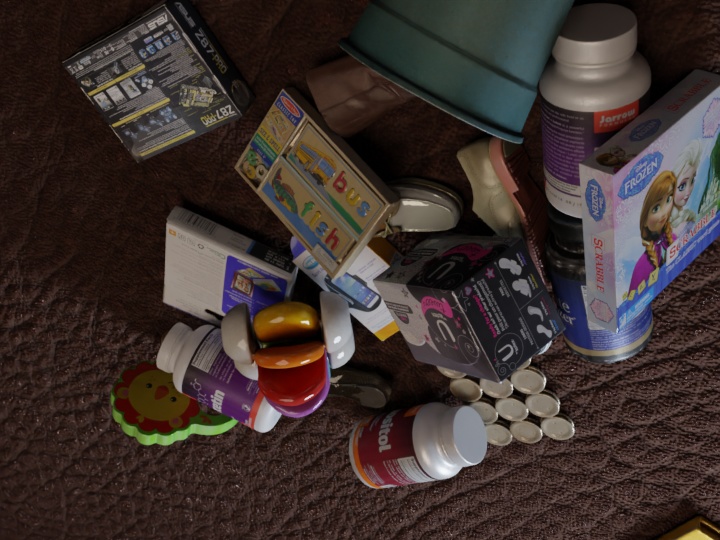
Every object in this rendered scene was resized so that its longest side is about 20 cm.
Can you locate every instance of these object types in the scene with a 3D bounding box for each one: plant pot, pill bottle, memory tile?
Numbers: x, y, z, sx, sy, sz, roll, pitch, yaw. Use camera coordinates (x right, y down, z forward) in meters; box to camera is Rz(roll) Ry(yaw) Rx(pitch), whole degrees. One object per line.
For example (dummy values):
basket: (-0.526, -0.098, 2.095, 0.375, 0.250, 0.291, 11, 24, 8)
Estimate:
plant pot: (0.111, -0.252, 0.866, 0.199, 0.200, 0.197, 28, 105, -2)
pill bottle: (0.277, 0.001, 1.098, 0.111, 0.112, 0.201, -2, 129, 26)
memory tile: (0.209, 0.179, 1.360, 0.152, 0.017, 0.201, -14, 123, 34)
pill bottle: (0.087, 0.262, 1.417, 0.199, 0.113, 0.113, -20, 120, 39)
pill bottle: (-0.204, 0.156, 1.423, 0.199, 0.113, 0.113, 24, 136, 8)
pill bottle: (0.241, -0.163, 0.964, 0.110, 0.112, 0.201, 5, 132, 21)

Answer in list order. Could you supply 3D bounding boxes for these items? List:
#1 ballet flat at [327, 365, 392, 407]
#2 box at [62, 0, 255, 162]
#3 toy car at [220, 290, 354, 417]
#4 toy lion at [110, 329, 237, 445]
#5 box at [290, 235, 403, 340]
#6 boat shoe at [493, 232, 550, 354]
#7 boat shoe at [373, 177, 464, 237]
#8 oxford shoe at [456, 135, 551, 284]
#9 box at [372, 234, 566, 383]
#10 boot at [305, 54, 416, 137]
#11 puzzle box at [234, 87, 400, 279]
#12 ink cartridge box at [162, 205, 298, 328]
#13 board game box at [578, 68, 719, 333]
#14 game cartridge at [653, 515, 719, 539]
ballet flat: (-0.041, 0.164, 1.448, 0.198, 0.046, 0.068, 10, 130, 23)
box: (-0.253, -0.236, 1.173, 0.199, 0.049, 0.162, -16, 120, 35)
toy car: (-0.092, 0.123, 1.287, 0.173, 0.151, 0.200, -9, 160, -1)
toy lion: (-0.282, 0.198, 1.479, 0.198, 0.192, 0.069, 23, 136, 3)
box: (0.000, 0.000, 1.278, 0.200, 0.042, 0.119, 43, 133, -13)
boat shoe: (0.200, 0.041, 1.208, 0.068, 0.057, 0.201, -4, 128, 27)
boat shoe: (0.028, -0.073, 1.176, 0.198, 0.069, 0.075, 7, 133, 19)
oxford shoe: (0.177, -0.071, 1.116, 0.073, 0.071, 0.201, -8, 116, 36)
box: (0.123, 0.039, 1.129, 0.133, 0.114, 0.200, 60, 158, -17)
boot: (-0.001, -0.247, 1.042, 0.199, 0.064, 0.187, -14, 121, 39)
puzzle box: (-0.056, -0.106, 1.140, 0.200, 0.025, 0.133, 47, 122, 14)
ink cartridge box: (-0.194, 0.017, 1.374, 0.197, 0.044, 0.201, 24, 142, 4)
board game box: (0.303, -0.070, 0.963, 0.041, 0.200, 0.201, 27, 145, 41)
game cartridge: (0.529, 0.471, 1.471, 0.175, 0.033, 0.200, 33, 138, -6)
